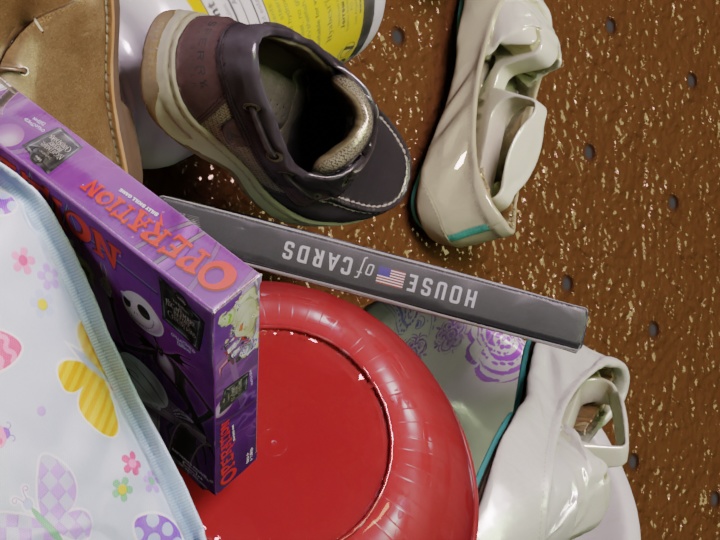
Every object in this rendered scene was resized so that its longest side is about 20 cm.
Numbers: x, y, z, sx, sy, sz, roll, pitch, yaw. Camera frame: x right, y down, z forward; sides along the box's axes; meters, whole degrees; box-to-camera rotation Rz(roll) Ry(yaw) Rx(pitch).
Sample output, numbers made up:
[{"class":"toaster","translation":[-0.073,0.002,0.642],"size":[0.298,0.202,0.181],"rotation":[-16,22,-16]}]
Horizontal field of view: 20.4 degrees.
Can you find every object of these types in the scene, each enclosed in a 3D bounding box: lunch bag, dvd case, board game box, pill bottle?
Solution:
[{"class":"lunch bag","translation":[-0.175,0.043,0.736],"size":[0.127,0.169,0.201],"rotation":[-28,102,-34]},{"class":"dvd case","translation":[0.000,0.000,0.957],"size":[0.199,0.150,0.025],"rotation":[14,91,-4]},{"class":"board game box","translation":[-0.118,-0.012,0.747],"size":[0.032,0.200,0.120],"rotation":[-39,153,-32]},{"class":"pill bottle","translation":[-0.088,-0.117,0.972],"size":[0.200,0.111,0.112],"rotation":[-34,108,-40]}]

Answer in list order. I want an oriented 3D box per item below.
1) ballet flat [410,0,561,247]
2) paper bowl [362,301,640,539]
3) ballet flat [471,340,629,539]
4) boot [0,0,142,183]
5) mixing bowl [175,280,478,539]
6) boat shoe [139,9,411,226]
[{"class":"ballet flat","translation":[0.086,-0.105,1.169],"size":[0.069,0.069,0.201],"rotation":[30,65,-37]},{"class":"paper bowl","translation":[0.041,0.119,1.041],"size":[0.200,0.104,0.201],"rotation":[29,38,-25]},{"class":"ballet flat","translation":[0.095,0.090,0.967],"size":[0.070,0.069,0.200],"rotation":[63,25,-18]},{"class":"boot","translation":[-0.143,-0.088,0.827],"size":[0.076,0.073,0.201],"rotation":[-57,142,-49]},{"class":"mixing bowl","translation":[-0.039,0.083,0.830],"size":[0.199,0.108,0.201],"rotation":[3,70,-7]},{"class":"boat shoe","translation":[-0.024,-0.065,0.925],"size":[0.200,0.065,0.072],"rotation":[32,68,-55]}]
